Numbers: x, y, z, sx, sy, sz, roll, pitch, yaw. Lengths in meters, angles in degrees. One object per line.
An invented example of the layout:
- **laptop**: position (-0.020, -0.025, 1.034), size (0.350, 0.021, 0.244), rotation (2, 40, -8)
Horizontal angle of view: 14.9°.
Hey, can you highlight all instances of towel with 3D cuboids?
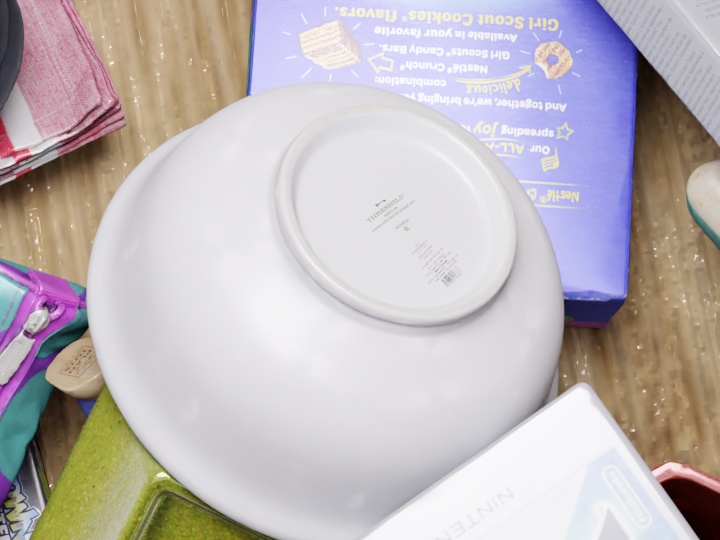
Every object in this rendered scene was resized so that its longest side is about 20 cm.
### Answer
- **towel**: position (-0.219, -0.080, 1.213), size (0.199, 0.023, 0.144), rotation (-26, 61, -8)

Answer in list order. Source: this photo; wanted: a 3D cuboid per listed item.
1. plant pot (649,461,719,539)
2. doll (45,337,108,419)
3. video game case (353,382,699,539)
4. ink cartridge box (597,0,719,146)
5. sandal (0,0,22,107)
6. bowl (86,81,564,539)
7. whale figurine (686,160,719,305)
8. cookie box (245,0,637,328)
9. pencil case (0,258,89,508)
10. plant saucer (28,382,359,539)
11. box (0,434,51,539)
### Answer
- **plant pot**: position (0.163, 0.216, 1.090), size (0.199, 0.176, 0.201), rotation (24, 80, 8)
- **doll**: position (-0.049, 0.098, 1.147), size (0.200, 0.048, 0.137), rotation (51, 61, -24)
- **video game case**: position (0.065, 0.172, 1.004), size (0.182, 0.022, 0.201), rotation (-34, 78, -3)
- **ink cartridge box**: position (0.178, -0.145, 1.179), size (0.196, 0.043, 0.200), rotation (-21, 64, -36)
- **sandal**: position (-0.208, -0.054, 1.143), size (0.076, 0.043, 0.201), rotation (17, 64, 33)
- **bowl**: position (0.000, 0.000, 1.062), size (0.200, 0.090, 0.202), rotation (10, 56, -15)
- **whale figurine**: position (0.211, -0.019, 1.189), size (0.158, 0.104, 0.201), rotation (3, 56, -12)
- **cookie box**: position (0.033, -0.082, 1.204), size (0.170, 0.075, 0.201), rotation (4, 78, 1)
- **pencil case**: position (-0.182, 0.084, 1.134), size (0.085, 0.092, 0.201), rotation (27, 80, -28)
- **plant saucer**: position (-0.048, 0.165, 1.072), size (0.199, 0.048, 0.201), rotation (26, 95, -4)
- **box**: position (-0.203, 0.054, 1.204), size (0.109, 0.035, 0.201), rotation (-16, 79, -2)
